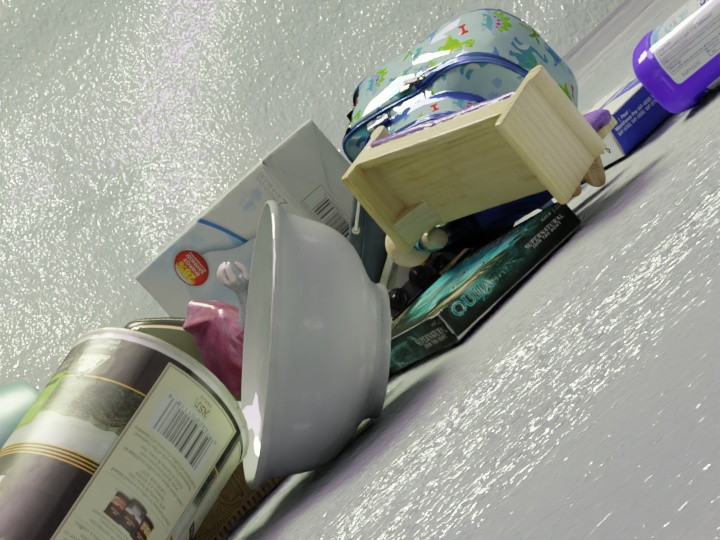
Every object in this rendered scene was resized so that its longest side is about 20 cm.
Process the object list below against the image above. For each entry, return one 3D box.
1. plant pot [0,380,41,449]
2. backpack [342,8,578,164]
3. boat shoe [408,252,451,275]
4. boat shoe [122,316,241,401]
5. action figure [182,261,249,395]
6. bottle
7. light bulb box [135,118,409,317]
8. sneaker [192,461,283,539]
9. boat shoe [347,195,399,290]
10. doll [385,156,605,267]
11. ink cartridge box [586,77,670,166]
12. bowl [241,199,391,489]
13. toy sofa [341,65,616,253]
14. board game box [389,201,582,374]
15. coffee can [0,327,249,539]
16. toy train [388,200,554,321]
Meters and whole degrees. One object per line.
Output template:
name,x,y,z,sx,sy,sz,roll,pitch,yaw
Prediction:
plant pot,-0.264,0.185,1.709,0.161,0.200,0.201,-53,5,-12
backpack,0.104,-0.131,2.081,0.200,0.183,0.147,-36,28,30
boat shoe,0.070,-0.027,1.951,0.074,0.073,0.200,-42,3,-8
boat shoe,-0.112,0.069,1.843,0.071,0.199,0.063,-63,28,32
action figure,-0.064,0.066,1.708,0.133,0.150,0.200,1,-1,-27
bottle,0.296,-0.203,1.660,0.200,0.065,0.084,-40,8,27
light bulb box,-0.068,0.004,2.088,0.200,0.198,0.125,-41,2,33
sneaker,-0.144,0.175,1.659,0.200,0.071,0.112,-34,12,-40
boat shoe,0.000,0.000,1.871,0.075,0.062,0.201,-66,-7,-56
doll,0.101,-0.046,1.754,0.200,0.049,0.136,-25,-3,36
ink cartridge box,0.218,-0.126,1.826,0.099,0.039,0.200,-42,2,-16
bowl,-0.030,0.054,1.541,0.201,0.090,0.202,-176,90,-83
toy sofa,0.088,-0.091,1.645,0.200,0.083,0.098,-17,31,51
board game box,0.077,0.018,1.660,0.135,0.028,0.200,-42,3,-22
coffee can,-0.183,0.159,1.485,0.146,0.146,0.200,-38,16,51
toy train,0.100,-0.026,1.833,0.200,0.046,0.034,-44,-4,2
